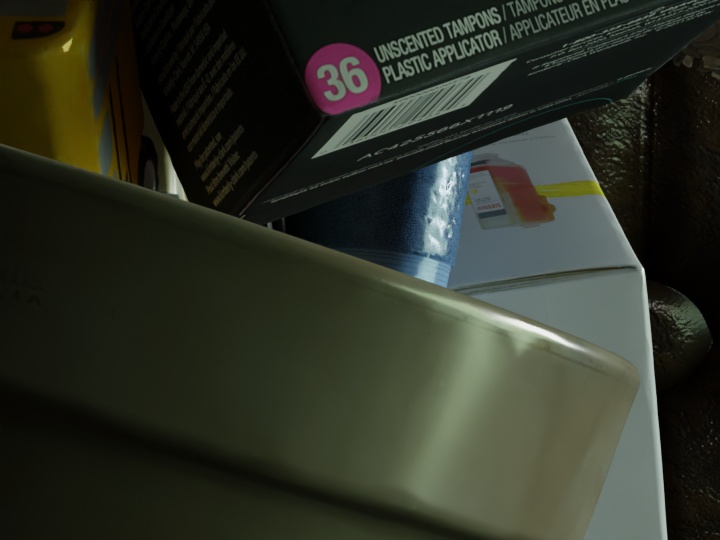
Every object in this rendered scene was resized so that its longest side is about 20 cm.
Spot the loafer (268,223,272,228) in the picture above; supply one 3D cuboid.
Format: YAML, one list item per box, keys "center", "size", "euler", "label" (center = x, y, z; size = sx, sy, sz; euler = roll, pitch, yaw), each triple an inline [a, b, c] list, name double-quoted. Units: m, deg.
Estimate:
- center: [-0.045, 0.050, 1.337]
  size: [0.073, 0.072, 0.200]
  euler: [81, 10, -58]
  label: "loafer"

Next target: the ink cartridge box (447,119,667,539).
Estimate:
- center: [0.064, 0.032, 1.155]
  size: [0.200, 0.083, 0.146]
  euler: [-103, -175, -68]
  label: "ink cartridge box"

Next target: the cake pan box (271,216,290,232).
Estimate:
- center: [-0.015, -0.030, 1.197]
  size: [0.200, 0.052, 0.185]
  euler: [-104, -177, -67]
  label: "cake pan box"

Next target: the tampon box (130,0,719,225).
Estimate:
- center: [-0.002, -0.135, 0.790]
  size: [0.200, 0.150, 0.126]
  euler: [67, -21, 7]
  label: "tampon box"

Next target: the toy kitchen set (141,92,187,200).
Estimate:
- center: [-0.023, -0.123, 0.912]
  size: [0.163, 0.180, 0.201]
  euler: [72, 15, -73]
  label: "toy kitchen set"

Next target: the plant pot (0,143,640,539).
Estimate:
- center: [-0.065, 0.071, 0.542]
  size: [0.200, 0.199, 0.174]
  euler: [49, 58, -83]
  label: "plant pot"

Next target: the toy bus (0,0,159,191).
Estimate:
- center: [-0.094, -0.036, 0.766]
  size: [0.078, 0.065, 0.200]
  euler: [-82, 172, -47]
  label: "toy bus"

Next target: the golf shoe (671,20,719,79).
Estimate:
- center: [0.098, -0.119, 0.925]
  size: [0.097, 0.078, 0.200]
  euler: [-61, -153, 0]
  label: "golf shoe"

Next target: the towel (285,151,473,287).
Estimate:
- center: [0.000, 0.000, 1.019]
  size: [0.112, 0.048, 0.201]
  euler: [162, -61, -73]
  label: "towel"

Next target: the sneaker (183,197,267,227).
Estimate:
- center: [-0.073, -0.046, 1.069]
  size: [0.200, 0.076, 0.091]
  euler: [-112, -165, -78]
  label: "sneaker"
